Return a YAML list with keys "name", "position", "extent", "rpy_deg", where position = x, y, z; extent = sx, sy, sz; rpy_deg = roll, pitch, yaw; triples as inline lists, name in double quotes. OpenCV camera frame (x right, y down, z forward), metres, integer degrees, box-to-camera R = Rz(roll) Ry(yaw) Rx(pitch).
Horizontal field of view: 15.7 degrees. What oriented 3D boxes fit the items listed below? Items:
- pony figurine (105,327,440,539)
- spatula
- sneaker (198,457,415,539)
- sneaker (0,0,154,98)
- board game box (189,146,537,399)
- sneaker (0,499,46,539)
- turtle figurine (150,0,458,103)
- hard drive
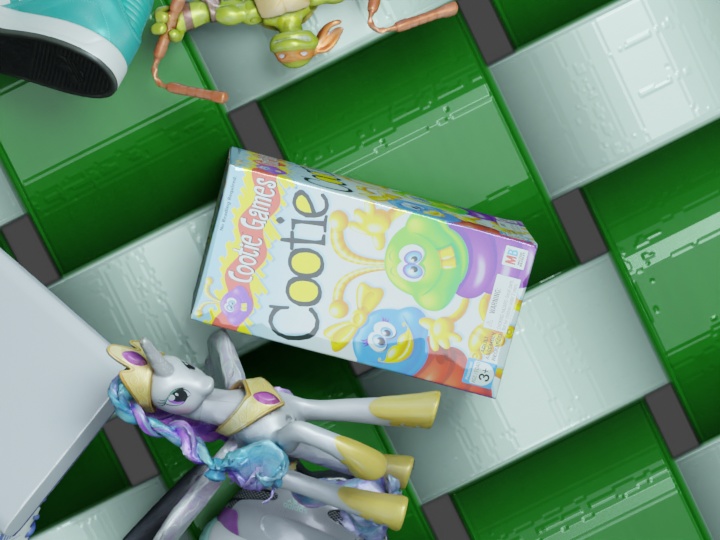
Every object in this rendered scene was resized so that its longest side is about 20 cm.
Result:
- name: "pony figurine"
  position: [-0.064, 0.105, 1.610]
  extent: [0.199, 0.193, 0.168]
  rpy_deg: [15, 63, -1]
- name: "spatula"
  position: [-0.165, 0.200, 1.730]
  extent: [0.056, 0.021, 0.200]
  rpy_deg: [41, 93, -20]
- name: "sneaker"
  position: [0.006, 0.187, 1.707]
  extent: [0.199, 0.078, 0.140]
  rpy_deg: [34, 97, -7]
- name: "sneaker"
  position: [-0.209, -0.191, 1.640]
  extent: [0.199, 0.084, 0.121]
  rpy_deg: [20, 64, 22]
- name: "board game box"
  position: [0.000, 0.000, 1.664]
  extent: [0.199, 0.103, 0.106]
  rpy_deg: [14, 98, -4]
- name: "sneaker"
  position: [-0.234, 0.141, 1.704]
  extent: [0.200, 0.075, 0.088]
  rpy_deg: [-37, 116, 5]
- name: "turtle figurine"
  position: [-0.045, -0.197, 1.652]
  extent: [0.199, 0.064, 0.162]
  rpy_deg: [-12, 92, 9]
- name: "hard drive"
  position: [-0.251, 0.054, 1.656]
  extent: [0.200, 0.025, 0.132]
  rpy_deg: [39, 90, 18]
